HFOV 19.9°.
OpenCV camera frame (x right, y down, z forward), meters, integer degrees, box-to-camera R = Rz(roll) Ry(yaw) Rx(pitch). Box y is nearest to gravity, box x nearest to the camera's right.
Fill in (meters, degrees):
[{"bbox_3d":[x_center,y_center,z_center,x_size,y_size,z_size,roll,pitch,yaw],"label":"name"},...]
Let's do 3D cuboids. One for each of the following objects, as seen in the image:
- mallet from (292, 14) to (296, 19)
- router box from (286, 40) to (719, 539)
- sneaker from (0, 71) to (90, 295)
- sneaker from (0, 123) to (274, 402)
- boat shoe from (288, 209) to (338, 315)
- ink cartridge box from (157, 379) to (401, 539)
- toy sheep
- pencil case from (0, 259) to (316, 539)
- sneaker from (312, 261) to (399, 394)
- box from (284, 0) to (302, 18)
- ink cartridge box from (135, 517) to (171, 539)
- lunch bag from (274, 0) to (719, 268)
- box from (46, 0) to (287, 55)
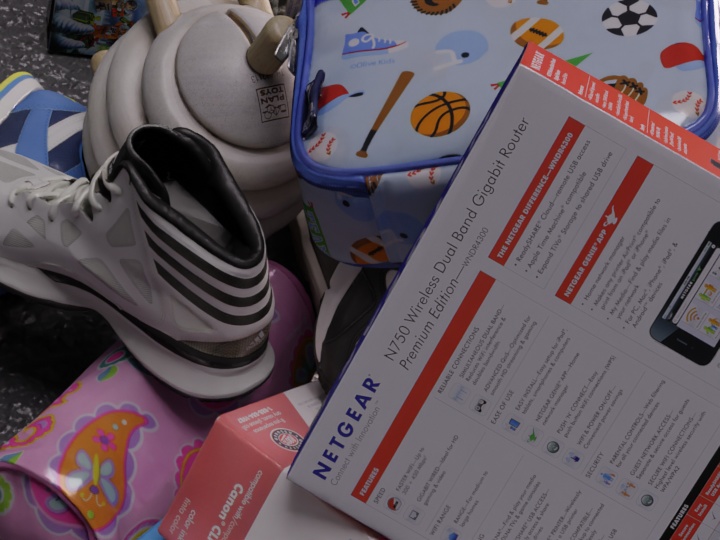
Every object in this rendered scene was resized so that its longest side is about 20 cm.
[{"bbox_3d":[-0.009,-0.196,1.192,0.065,0.201,0.041,-1,35,-6],"label":"mallet"},{"bbox_3d":[0.094,0.040,0.824,0.179,0.201,0.049,30,19,0],"label":"router box"},{"bbox_3d":[-0.182,-0.026,1.053,0.082,0.074,0.201,24,45,3],"label":"sneaker"},{"bbox_3d":[-0.115,-0.035,0.943,0.200,0.116,0.076,30,43,23],"label":"sneaker"},{"bbox_3d":[0.000,0.000,1.053,0.056,0.067,0.200,-14,28,-3],"label":"boat shoe"},{"bbox_3d":[0.025,0.136,0.896,0.199,0.068,0.116,36,21,19],"label":"ink cartridge box"},{"bbox_3d":[-0.075,-0.076,1.022,0.137,0.200,0.139,7,67,-16],"label":"toy sheep"},{"bbox_3d":[-0.098,0.071,0.979,0.087,0.088,0.200,31,44,13],"label":"pencil case"},{"bbox_3d":[0.063,-0.006,0.929,0.200,0.074,0.080,-42,50,-8],"label":"sneaker"},{"bbox_3d":[-0.040,-0.198,1.238,0.198,0.120,0.042,5,44,-14],"label":"box"},{"bbox_3d":[-0.052,0.210,0.862,0.199,0.067,0.116,37,45,19],"label":"ink cartridge box"},{"bbox_3d":[0.061,-0.083,0.904,0.198,0.076,0.161,-3,50,11],"label":"lunch bag"},{"bbox_3d":[-0.099,-0.205,1.165,0.136,0.201,0.040,4,45,-14],"label":"box"}]
